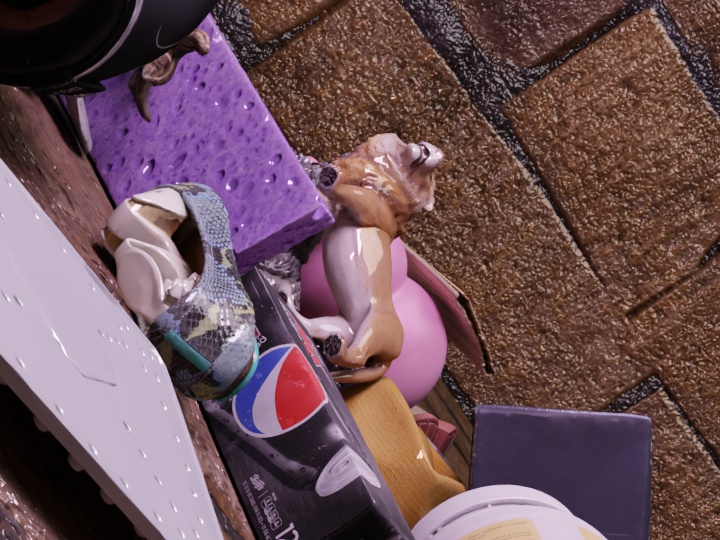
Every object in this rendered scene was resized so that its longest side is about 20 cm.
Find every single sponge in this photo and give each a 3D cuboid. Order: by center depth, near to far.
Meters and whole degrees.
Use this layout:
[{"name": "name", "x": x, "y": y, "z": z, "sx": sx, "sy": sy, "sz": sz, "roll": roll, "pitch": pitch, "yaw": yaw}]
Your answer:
[{"name": "sponge", "x": -0.107, "y": -0.076, "z": 1.133, "sx": 0.200, "sy": 0.111, "sz": 0.030, "roll": 59, "pitch": 2, "yaw": 33}]

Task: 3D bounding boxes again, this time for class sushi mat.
[{"name": "sushi mat", "x": 0.039, "y": 0.005, "z": 1.436, "sx": 0.200, "sy": 0.012, "sz": 0.096, "roll": 43, "pitch": -19, "yaw": 47}]

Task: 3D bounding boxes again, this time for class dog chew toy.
[{"name": "dog chew toy", "x": -0.013, "y": 0.011, "z": 1.364, "sx": 0.125, "sy": 0.124, "sz": 0.200, "roll": -109, "pitch": 179, "yaw": -77}]

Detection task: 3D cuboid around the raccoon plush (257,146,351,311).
[{"name": "raccoon plush", "x": -0.032, "y": -0.021, "z": 1.223, "sx": 0.134, "sy": 0.200, "sz": 0.097, "roll": 57, "pitch": -23, "yaw": 29}]

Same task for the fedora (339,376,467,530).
[{"name": "fedora", "x": 0.012, "y": 0.127, "z": 1.159, "sx": 0.201, "sy": 0.082, "sz": 0.201, "roll": 56, "pitch": 4, "yaw": -6}]

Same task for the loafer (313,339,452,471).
[{"name": "loafer", "x": 0.008, "y": 0.117, "z": 1.296, "sx": 0.200, "sy": 0.073, "sz": 0.071, "roll": 57, "pitch": 3, "yaw": -7}]

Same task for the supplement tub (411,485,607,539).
[{"name": "supplement tub", "x": 0.096, "y": 0.218, "z": 0.990, "sx": 0.146, "sy": 0.145, "sz": 0.200, "roll": 55, "pitch": 4, "yaw": -25}]

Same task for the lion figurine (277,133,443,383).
[{"name": "lion figurine", "x": 0.000, "y": 0.000, "z": 1.167, "sx": 0.122, "sy": 0.072, "sz": 0.201, "roll": 28, "pitch": 64, "yaw": -52}]

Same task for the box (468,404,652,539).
[{"name": "box", "x": 0.133, "y": 0.196, "z": 1.220, "sx": 0.197, "sy": 0.117, "sz": 0.201, "roll": 38, "pitch": 54, "yaw": -79}]

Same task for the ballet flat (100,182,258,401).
[{"name": "ballet flat", "x": -0.103, "y": -0.006, "z": 0.969, "sx": 0.074, "sy": 0.074, "sz": 0.200, "roll": 55, "pitch": 1, "yaw": -32}]

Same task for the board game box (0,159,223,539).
[{"name": "board game box", "x": -0.122, "y": 0.025, "z": 0.692, "sx": 0.200, "sy": 0.026, "sz": 0.200, "roll": 54, "pitch": 4, "yaw": -32}]

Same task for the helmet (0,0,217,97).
[{"name": "helmet", "x": -0.147, "y": -0.198, "z": 0.917, "sx": 0.200, "sy": 0.200, "sz": 0.191, "roll": 56, "pitch": 27, "yaw": -18}]

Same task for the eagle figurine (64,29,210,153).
[{"name": "eagle figurine", "x": -0.191, "y": -0.182, "z": 1.087, "sx": 0.200, "sy": 0.151, "sz": 0.152, "roll": 25, "pitch": -31, "yaw": -18}]

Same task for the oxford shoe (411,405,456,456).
[{"name": "oxford shoe", "x": 0.026, "y": 0.143, "z": 1.569, "sx": 0.075, "sy": 0.071, "sz": 0.200, "roll": 30, "pitch": -2, "yaw": 14}]

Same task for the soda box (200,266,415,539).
[{"name": "soda box", "x": -0.037, "y": 0.091, "z": 0.982, "sx": 0.071, "sy": 0.063, "sz": 0.200, "roll": 54, "pitch": 4, "yaw": -43}]
